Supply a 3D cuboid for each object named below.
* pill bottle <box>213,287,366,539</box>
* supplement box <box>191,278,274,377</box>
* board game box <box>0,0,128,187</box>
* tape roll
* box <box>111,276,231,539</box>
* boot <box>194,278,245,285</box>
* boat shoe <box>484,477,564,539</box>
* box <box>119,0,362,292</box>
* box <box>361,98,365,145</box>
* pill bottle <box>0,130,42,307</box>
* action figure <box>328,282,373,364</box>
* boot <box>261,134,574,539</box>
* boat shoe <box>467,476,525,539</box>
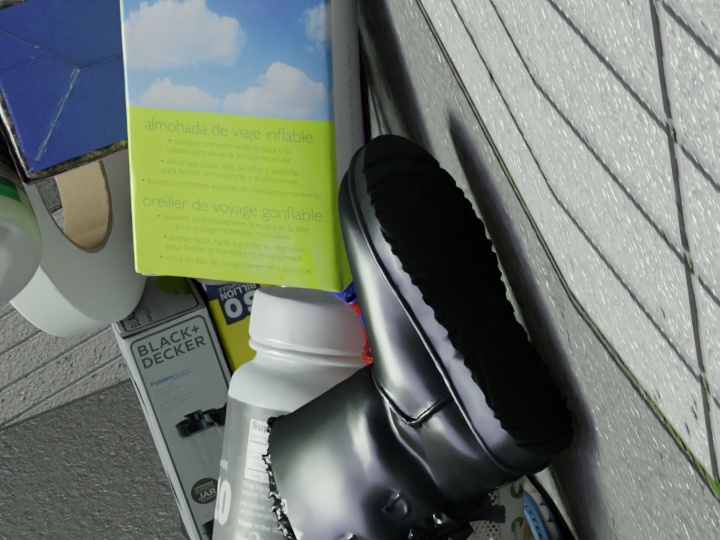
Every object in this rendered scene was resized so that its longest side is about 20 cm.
[{"bbox_3d":[-0.027,0.116,1.772,0.113,0.113,0.201,-152,68,-79],"label":"pill bottle"},{"bbox_3d":[-0.028,0.077,1.984,0.110,0.109,0.200,-153,42,-80],"label":"supplement box"},{"bbox_3d":[-0.137,-0.121,1.711,0.200,0.159,0.097,-176,65,-83],"label":"board game box"},{"bbox_3d":[-0.198,-0.058,1.885,0.203,0.037,0.203,53,-154,-42],"label":"tape roll"},{"bbox_3d":[-0.112,0.097,1.982,0.117,0.060,0.200,-125,15,-65],"label":"box"},{"bbox_3d":[-0.071,-0.088,1.900,0.146,0.070,0.201,23,97,49],"label":"boot"},{"bbox_3d":[0.065,0.146,1.628,0.200,0.072,0.072,-121,12,-54],"label":"boat shoe"},{"bbox_3d":[-0.062,-0.093,1.565,0.048,0.122,0.201,-46,-43,-63],"label":"box"},{"bbox_3d":[-0.038,-0.127,1.753,0.200,0.039,0.137,85,162,-66],"label":"box"},{"bbox_3d":[-0.262,-0.073,1.694,0.113,0.113,0.200,80,167,-57],"label":"pill bottle"},{"bbox_3d":[0.000,0.000,1.643,0.200,0.065,0.099,48,168,-23],"label":"action figure"},{"bbox_3d":[0.009,0.055,1.480,0.162,0.073,0.199,-40,70,40],"label":"boot"},{"bbox_3d":[0.059,0.093,1.545,0.071,0.069,0.201,0,91,64],"label":"boat shoe"}]
